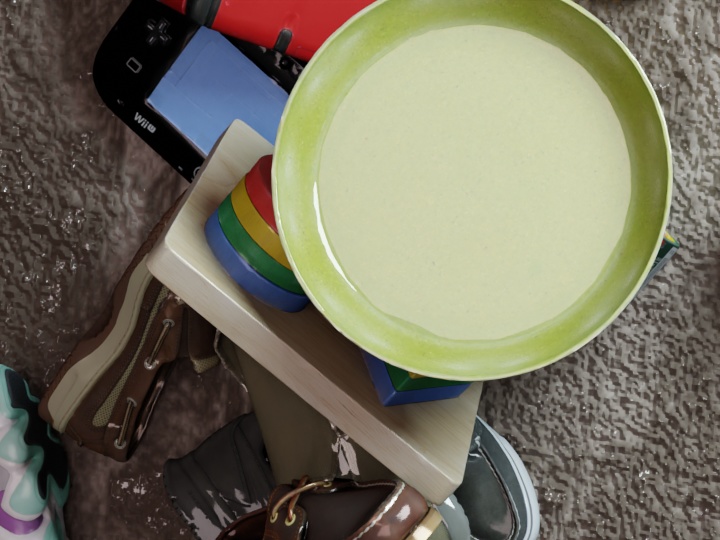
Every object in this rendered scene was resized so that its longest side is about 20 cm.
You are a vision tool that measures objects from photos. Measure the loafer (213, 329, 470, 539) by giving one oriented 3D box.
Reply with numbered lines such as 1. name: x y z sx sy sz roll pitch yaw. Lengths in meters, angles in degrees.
1. loafer: -0.021 0.099 1.294 0.069 0.075 0.200 -34 77 -32

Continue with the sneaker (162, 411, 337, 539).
1. sneaker: -0.029 0.170 1.342 0.091 0.076 0.200 -40 85 2

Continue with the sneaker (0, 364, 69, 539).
1. sneaker: -0.242 0.168 1.382 0.139 0.078 0.202 -16 86 11

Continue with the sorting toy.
1. sorting toy: 0.000 0.000 1.238 0.200 0.199 0.070 40 113 -9

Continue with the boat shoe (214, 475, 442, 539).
1. boat shoe: -0.026 0.146 1.216 0.070 0.200 0.070 50 57 -2

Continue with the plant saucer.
1. plant saucer: 0.056 -0.045 1.133 0.198 0.031 0.202 -1 84 7

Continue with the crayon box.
1. crayon box: 0.090 -0.054 1.247 0.172 0.200 0.058 43 96 8

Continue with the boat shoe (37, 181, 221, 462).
1. boat shoe: -0.110 0.029 1.356 0.075 0.075 0.203 37 113 4

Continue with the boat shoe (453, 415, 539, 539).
1. boat shoe: 0.031 0.088 1.333 0.068 0.057 0.201 -37 83 10

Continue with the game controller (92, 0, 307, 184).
1. game controller: -0.069 -0.091 1.363 0.200 0.042 0.104 42 98 10

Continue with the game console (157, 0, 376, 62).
1. game console: -0.042 -0.237 1.312 0.171 0.119 0.201 17 103 -13
